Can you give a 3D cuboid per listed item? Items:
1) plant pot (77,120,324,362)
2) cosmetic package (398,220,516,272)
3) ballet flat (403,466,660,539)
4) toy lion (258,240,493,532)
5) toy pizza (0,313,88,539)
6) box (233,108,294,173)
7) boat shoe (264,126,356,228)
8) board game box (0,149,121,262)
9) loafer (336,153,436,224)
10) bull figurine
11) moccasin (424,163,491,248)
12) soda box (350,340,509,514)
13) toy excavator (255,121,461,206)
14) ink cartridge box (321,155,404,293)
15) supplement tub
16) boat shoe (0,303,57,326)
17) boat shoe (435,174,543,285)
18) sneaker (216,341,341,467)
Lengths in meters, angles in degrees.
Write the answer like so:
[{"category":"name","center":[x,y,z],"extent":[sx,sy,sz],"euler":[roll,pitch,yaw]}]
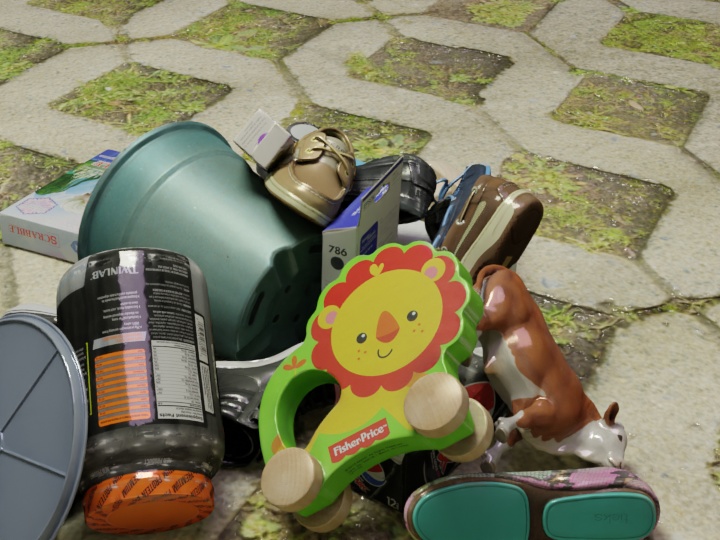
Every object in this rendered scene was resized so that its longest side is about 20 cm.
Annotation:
[{"category":"plant pot","center":[-0.126,-0.011,1.141],"extent":[0.196,0.201,0.200],"euler":[31,41,32]},{"category":"cosmetic package","center":[0.038,0.002,1.245],"extent":[0.200,0.052,0.151],"euler":[19,32,30]},{"category":"ballet flat","center":[0.126,0.180,0.926],"extent":[0.199,0.069,0.071],"euler":[-1,11,-9]},{"category":"toy lion","center":[0.007,0.076,0.937],"extent":[0.200,0.069,0.192],"euler":[-29,50,14]},{"category":"toy pizza","center":[-0.262,0.132,0.903],"extent":[0.200,0.201,0.032],"euler":[29,5,40]},{"category":"box","center":[-0.088,-0.118,1.163],"extent":[0.039,0.041,0.200],"euler":[41,0,-2]},{"category":"boat shoe","center":[-0.040,-0.094,1.115],"extent":[0.074,0.066,0.200],"euler":[33,14,-11]},{"category":"board game box","center":[-0.266,-0.068,1.376],"extent":[0.199,0.041,0.200],"euler":[14,32,22]},{"category":"loafer","center":[-0.015,-0.067,1.232],"extent":[0.200,0.068,0.071],"euler":[-8,58,34]},{"category":"bull figurine","center":[0.134,0.093,0.983],"extent":[0.121,0.065,0.200],"euler":[-23,78,-37]},{"category":"moccasin","center":[0.096,-0.054,1.215],"extent":[0.068,0.081,0.200],"euler":[2,28,10]},{"category":"soda box","center":[0.069,0.118,1.026],"extent":[0.071,0.064,0.200],"euler":[20,35,32]},{"category":"toy excavator","center":[-0.002,-0.089,1.384],"extent":[0.200,0.100,0.194],"euler":[24,37,14]},{"category":"ink cartridge box","center":[0.000,0.000,1.095],"extent":[0.039,0.201,0.099],"euler":[16,32,19]},{"category":"supplement tub","center":[-0.171,0.094,0.940],"extent":[0.122,0.123,0.201],"euler":[-5,63,-9]},{"category":"boat shoe","center":[-0.255,0.069,1.098],"extent":[0.199,0.070,0.066],"euler":[9,23,20]},{"category":"boat shoe","center":[0.085,0.005,1.105],"extent":[0.075,0.203,0.075],"euler":[38,10,28]},{"category":"sneaker","center":[-0.062,0.116,1.029],"extent":[0.199,0.071,0.099],"euler":[-9,32,-4]}]
